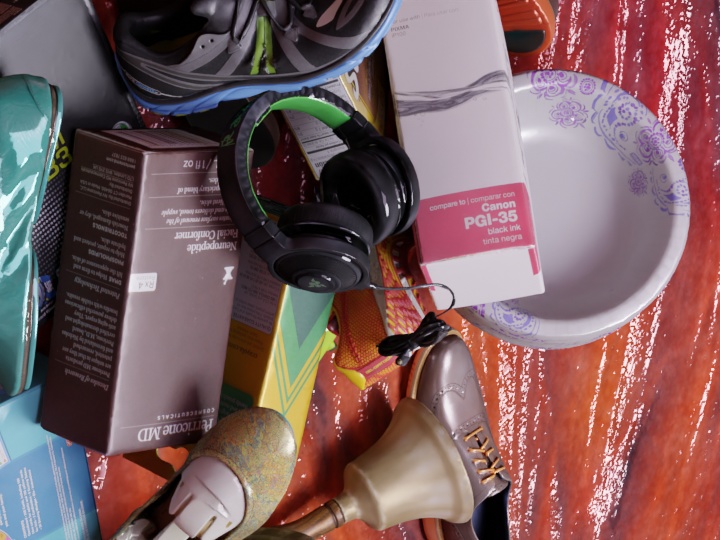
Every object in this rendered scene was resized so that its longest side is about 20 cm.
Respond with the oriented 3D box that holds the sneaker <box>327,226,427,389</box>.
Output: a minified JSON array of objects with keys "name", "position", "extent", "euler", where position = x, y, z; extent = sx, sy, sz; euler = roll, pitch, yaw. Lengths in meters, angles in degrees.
[{"name":"sneaker","position":[0.000,0.000,1.787],"extent":[0.077,0.200,0.073],"euler":[-36,118,23]}]

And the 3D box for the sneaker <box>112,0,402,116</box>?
[{"name":"sneaker","position":[-0.065,-0.157,1.592],"extent":[0.083,0.199,0.071],"euler":[59,21,-44]}]

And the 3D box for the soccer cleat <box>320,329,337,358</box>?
[{"name":"soccer cleat","position":[-0.072,0.083,1.808],"extent":[0.081,0.067,0.201],"euler":[30,77,-36]}]

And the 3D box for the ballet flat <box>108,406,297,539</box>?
[{"name":"ballet flat","position":[-0.111,0.163,1.662],"extent":[0.070,0.071,0.200],"euler":[-3,149,-43]}]

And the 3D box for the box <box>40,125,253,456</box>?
[{"name":"box","position":[-0.138,0.011,1.641],"extent":[0.100,0.075,0.201],"euler":[-6,109,-47]}]

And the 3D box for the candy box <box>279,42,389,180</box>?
[{"name":"candy box","position":[-0.041,-0.174,1.703],"extent":[0.116,0.055,0.200],"euler":[-85,154,-47]}]

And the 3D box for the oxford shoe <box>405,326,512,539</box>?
[{"name":"oxford shoe","position":[0.086,0.136,1.967],"extent":[0.071,0.073,0.201],"euler":[-30,123,-33]}]

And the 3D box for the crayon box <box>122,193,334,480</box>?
[{"name":"crayon box","position":[-0.087,0.051,1.731],"extent":[0.051,0.125,0.201],"euler":[6,101,-45]}]

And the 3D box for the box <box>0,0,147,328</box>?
[{"name":"box","position":[-0.225,-0.061,1.611],"extent":[0.200,0.047,0.194],"euler":[-42,132,-27]}]

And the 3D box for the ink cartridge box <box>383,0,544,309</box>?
[{"name":"ink cartridge box","position":[0.070,-0.089,1.763],"extent":[0.147,0.082,0.201],"euler":[61,21,-75]}]

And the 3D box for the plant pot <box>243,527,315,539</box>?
[{"name":"plant pot","position":[-0.080,0.280,1.784],"extent":[0.199,0.199,0.175],"euler":[-15,106,-40]}]

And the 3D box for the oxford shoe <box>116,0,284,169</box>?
[{"name":"oxford shoe","position":[-0.106,-0.164,1.691],"extent":[0.201,0.071,0.071],"euler":[64,32,-36]}]

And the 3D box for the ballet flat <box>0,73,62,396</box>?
[{"name":"ballet flat","position":[-0.228,-0.023,1.554],"extent":[0.070,0.067,0.201],"euler":[3,104,-21]}]

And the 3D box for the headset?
[{"name":"headset","position":[-0.016,-0.026,1.646],"extent":[0.200,0.094,0.124],"euler":[47,52,-11]}]

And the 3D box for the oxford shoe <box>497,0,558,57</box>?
[{"name":"oxford shoe","position":[0.088,-0.251,1.848],"extent":[0.200,0.071,0.073],"euler":[61,34,-35]}]

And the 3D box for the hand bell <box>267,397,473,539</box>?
[{"name":"hand bell","position":[-0.026,0.184,1.887],"extent":[0.199,0.104,0.105],"euler":[-27,123,-20]}]

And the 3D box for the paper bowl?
[{"name":"paper bowl","position":[0.138,-0.041,1.891],"extent":[0.199,0.104,0.202],"euler":[1,80,-6]}]

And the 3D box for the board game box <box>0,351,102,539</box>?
[{"name":"board game box","position":[-0.267,0.162,1.652],"extent":[0.199,0.047,0.152],"euler":[-27,122,-35]}]
